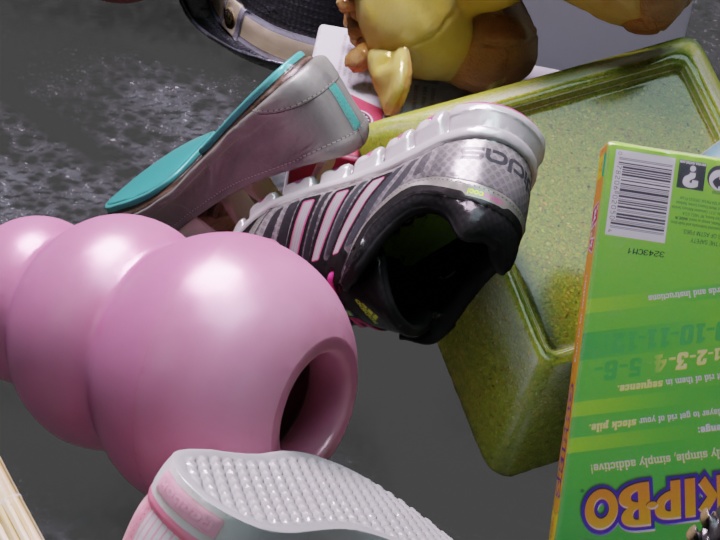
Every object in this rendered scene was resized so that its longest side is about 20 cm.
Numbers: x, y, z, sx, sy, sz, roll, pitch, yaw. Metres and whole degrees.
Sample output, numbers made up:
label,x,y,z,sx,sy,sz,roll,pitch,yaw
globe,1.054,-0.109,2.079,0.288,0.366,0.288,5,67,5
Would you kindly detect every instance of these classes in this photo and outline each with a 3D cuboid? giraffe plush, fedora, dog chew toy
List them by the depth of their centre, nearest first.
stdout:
label,x,y,z,sx,sy,sz,roll,pitch,yaw
dog chew toy,-0.101,0.032,0.896,0.199,0.126,0.124,18,32,28
giraffe plush,0.063,-0.160,1.053,0.199,0.163,0.173,37,27,2
fedora,-0.026,-0.203,1.302,0.198,0.092,0.201,8,32,-5

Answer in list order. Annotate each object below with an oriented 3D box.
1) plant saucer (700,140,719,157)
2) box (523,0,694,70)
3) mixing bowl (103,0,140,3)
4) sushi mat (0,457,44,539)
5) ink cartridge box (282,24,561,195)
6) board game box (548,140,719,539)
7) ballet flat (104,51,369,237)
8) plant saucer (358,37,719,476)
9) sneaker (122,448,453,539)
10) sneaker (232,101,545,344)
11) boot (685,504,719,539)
label,x,y,z,sx,sy,sz,roll,pitch,yaw
plant saucer,0.225,0.023,0.941,0.198,0.202,0.027,2,-6,-12
box,0.132,-0.194,1.329,0.123,0.098,0.201,3,33,-11
mixing bowl,-0.140,-0.246,1.282,0.108,0.200,0.201,42,26,-18
sushi mat,-0.153,0.138,0.757,0.096,0.012,0.200,-41,45,0
ink cartridge box,0.060,-0.053,1.098,0.198,0.086,0.148,12,32,-1
board game box,0.142,0.049,0.895,0.094,0.202,0.030,8,-7,-1
ballet flat,-0.065,-0.045,1.012,0.064,0.200,0.067,50,52,-8
plant saucer,0.123,-0.023,0.984,0.198,0.048,0.201,-16,67,-14
sneaker,-0.037,0.133,0.803,0.075,0.105,0.200,35,9,31
sneaker,0.000,0.000,0.930,0.074,0.199,0.088,43,33,-31
boot,0.106,0.145,0.749,0.199,0.139,0.077,-19,42,-36
